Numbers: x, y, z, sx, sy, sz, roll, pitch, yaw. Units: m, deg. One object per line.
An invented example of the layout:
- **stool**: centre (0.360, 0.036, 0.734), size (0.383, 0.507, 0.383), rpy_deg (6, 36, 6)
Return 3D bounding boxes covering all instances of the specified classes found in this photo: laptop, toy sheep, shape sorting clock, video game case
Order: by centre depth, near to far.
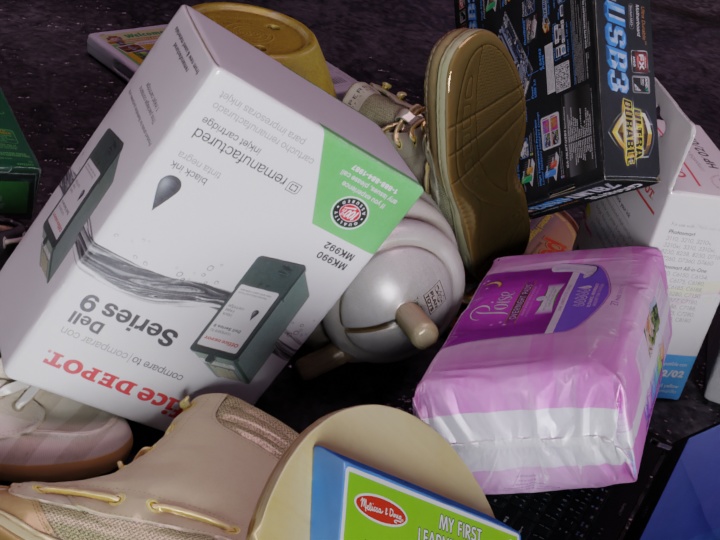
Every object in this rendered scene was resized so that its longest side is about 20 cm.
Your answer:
- **shape sorting clock**: centre (0.015, 0.155, 0.496), size (0.039, 0.201, 0.200), rpy_deg (-12, 14, 35)
- **laptop**: centre (0.145, 0.096, 0.697), size (0.199, 0.104, 0.177), rpy_deg (25, 32, 18)
- **toy sheep**: centre (0.000, 0.000, 0.777), size (0.137, 0.139, 0.200), rpy_deg (-2, 30, -24)
- **video game case**: centre (-0.125, -0.189, 1.140), size (0.199, 0.022, 0.182), rpy_deg (-18, 43, -40)

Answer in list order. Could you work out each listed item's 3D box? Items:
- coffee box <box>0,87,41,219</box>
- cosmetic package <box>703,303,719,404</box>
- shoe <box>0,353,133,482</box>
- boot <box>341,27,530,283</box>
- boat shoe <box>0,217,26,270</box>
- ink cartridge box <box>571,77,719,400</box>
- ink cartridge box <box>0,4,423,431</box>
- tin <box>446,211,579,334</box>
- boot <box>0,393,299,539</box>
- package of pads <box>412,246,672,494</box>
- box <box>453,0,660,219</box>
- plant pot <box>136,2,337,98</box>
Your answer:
- **coffee box**: centre (-0.312, -0.099, 0.876), size (0.122, 0.044, 0.200), rpy_deg (1, 29, -30)
- **cosmetic package**: centre (0.354, 0.003, 0.872), size (0.164, 0.166, 0.200), rpy_deg (18, 32, 8)
- **shoe**: centre (-0.219, 0.063, 0.655), size (0.198, 0.054, 0.070), rpy_deg (15, 31, 3)
- **boot**: centre (0.040, -0.098, 0.826), size (0.072, 0.201, 0.154), rpy_deg (-36, 50, -20)
- **boat shoe**: centre (-0.251, -0.009, 0.674), size (0.073, 0.061, 0.200), rpy_deg (13, 1, 20)
- **ink cartridge box**: centre (0.203, -0.027, 0.826), size (0.067, 0.201, 0.115), rpy_deg (6, 31, -12)
- **ink cartridge box**: centre (-0.086, -0.015, 0.659), size (0.145, 0.200, 0.084), rpy_deg (26, 20, -35)
- **tin**: centre (0.097, -0.009, 0.916), size (0.111, 0.042, 0.200), rpy_deg (20, 31, 19)
- **boot**: centre (-0.122, 0.114, 0.595), size (0.198, 0.073, 0.156), rpy_deg (9, 25, 9)
- **package of pads**: centre (0.111, 0.053, 0.706), size (0.120, 0.076, 0.200), rpy_deg (-4, 20, 21)
- **box**: centre (0.130, -0.143, 0.845), size (0.049, 0.202, 0.198), rpy_deg (-1, -6, -20)
- **plant pot**: centre (-0.095, -0.116, 0.912), size (0.198, 0.143, 0.201), rpy_deg (9, 31, -6)
